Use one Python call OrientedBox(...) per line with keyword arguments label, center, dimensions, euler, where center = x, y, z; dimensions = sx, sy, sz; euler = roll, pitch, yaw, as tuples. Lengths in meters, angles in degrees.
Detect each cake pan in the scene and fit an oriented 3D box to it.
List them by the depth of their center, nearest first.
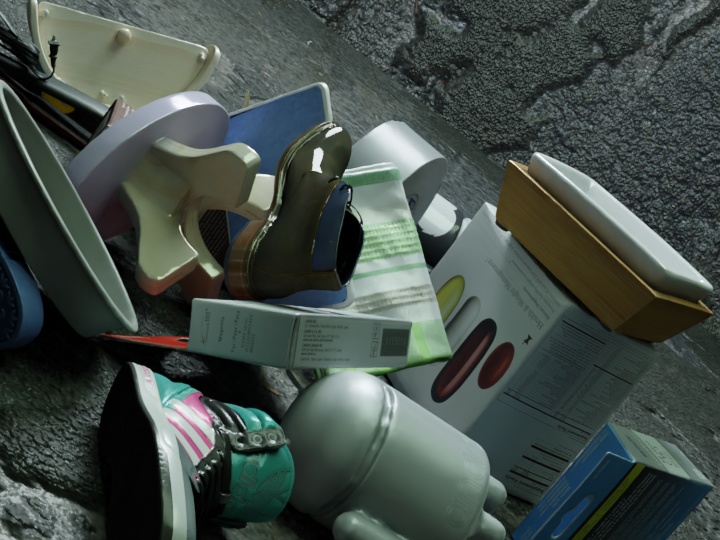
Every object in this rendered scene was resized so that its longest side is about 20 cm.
OrientedBox(label="cake pan", center=(-0.220, -0.037, 0.967), dimensions=(0.202, 0.036, 0.200), euler=(61, -4, 8))

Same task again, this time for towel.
OrientedBox(label="towel", center=(0.000, 0.000, 1.282), dimensions=(0.148, 0.031, 0.202), euler=(-11, 76, -25))

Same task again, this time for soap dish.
OrientedBox(label="soap dish", center=(0.230, -0.018, 1.303), dimensions=(0.200, 0.081, 0.157), euler=(47, 18, 29))

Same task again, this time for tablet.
OrientedBox(label="tablet", center=(-0.069, -0.056, 1.221), dimensions=(0.014, 0.129, 0.203), euler=(6, 73, -55))

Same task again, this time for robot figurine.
OrientedBox(label="robot figurine", center=(0.017, 0.150, 1.022), dimensions=(0.199, 0.113, 0.170), euler=(33, 31, -18))
OrientedBox(label="robot figurine", center=(0.059, -0.047, 1.672), dimensions=(0.199, 0.151, 0.125), euler=(35, -25, -11))

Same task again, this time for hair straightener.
OrientedBox(label="hair straightener", center=(-0.320, -0.203, 1.332), dimensions=(0.199, 0.077, 0.041), euler=(37, 17, -8))

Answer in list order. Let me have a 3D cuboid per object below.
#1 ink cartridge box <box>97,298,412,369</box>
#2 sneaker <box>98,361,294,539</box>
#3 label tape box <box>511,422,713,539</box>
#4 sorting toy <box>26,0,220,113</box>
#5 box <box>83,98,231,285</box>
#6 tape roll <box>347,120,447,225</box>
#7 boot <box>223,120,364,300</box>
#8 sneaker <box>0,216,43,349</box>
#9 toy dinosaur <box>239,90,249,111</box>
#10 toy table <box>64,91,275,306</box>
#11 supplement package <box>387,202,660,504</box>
OrientedBox(label="ink cartridge box", center=(-0.077, 0.046, 1.074), dimensions=(0.172, 0.044, 0.199), euler=(8, 0, 27))
OrientedBox(label="sneaker", center=(-0.097, 0.138, 0.865), dimensions=(0.120, 0.084, 0.200), euler=(21, 20, -23))
OrientedBox(label="label tape box", center=(0.215, 0.214, 1.244), dimensions=(0.199, 0.144, 0.066), euler=(23, 21, -46))
OrientedBox(label="sorting toy", center=(-0.272, -0.216, 1.457), dimensions=(0.198, 0.108, 0.180), euler=(13, 7, -21))
OrientedBox(label="box", center=(-0.172, -0.070, 1.305), dimensions=(0.199, 0.075, 0.100), euler=(33, 16, -15))
OrientedBox(label="tape roll", center=(0.004, -0.060, 1.438), dimensions=(0.066, 0.201, 0.200), euler=(40, 15, 13))
OrientedBox(label="boot", center=(-0.025, -0.048, 1.104), dimensions=(0.201, 0.096, 0.075), euler=(-62, 143, -37))
OrientedBox(label="sneaker", center=(-0.262, -0.019, 0.949), dimensions=(0.200, 0.070, 0.078), euler=(47, 22, 30))
OrientedBox(label="toy dinosaur", center=(-0.160, -0.112, 1.367), dimensions=(0.101, 0.199, 0.059), euler=(35, 56, -39))
OrientedBox(label="toy table", center=(-0.152, -0.058, 1.151), dimensions=(0.117, 0.185, 0.200), euler=(39, 57, 16))
OrientedBox(label="supplement package", center=(0.150, 0.082, 1.369), dimensions=(0.146, 0.201, 0.192), euler=(26, 18, -36))
